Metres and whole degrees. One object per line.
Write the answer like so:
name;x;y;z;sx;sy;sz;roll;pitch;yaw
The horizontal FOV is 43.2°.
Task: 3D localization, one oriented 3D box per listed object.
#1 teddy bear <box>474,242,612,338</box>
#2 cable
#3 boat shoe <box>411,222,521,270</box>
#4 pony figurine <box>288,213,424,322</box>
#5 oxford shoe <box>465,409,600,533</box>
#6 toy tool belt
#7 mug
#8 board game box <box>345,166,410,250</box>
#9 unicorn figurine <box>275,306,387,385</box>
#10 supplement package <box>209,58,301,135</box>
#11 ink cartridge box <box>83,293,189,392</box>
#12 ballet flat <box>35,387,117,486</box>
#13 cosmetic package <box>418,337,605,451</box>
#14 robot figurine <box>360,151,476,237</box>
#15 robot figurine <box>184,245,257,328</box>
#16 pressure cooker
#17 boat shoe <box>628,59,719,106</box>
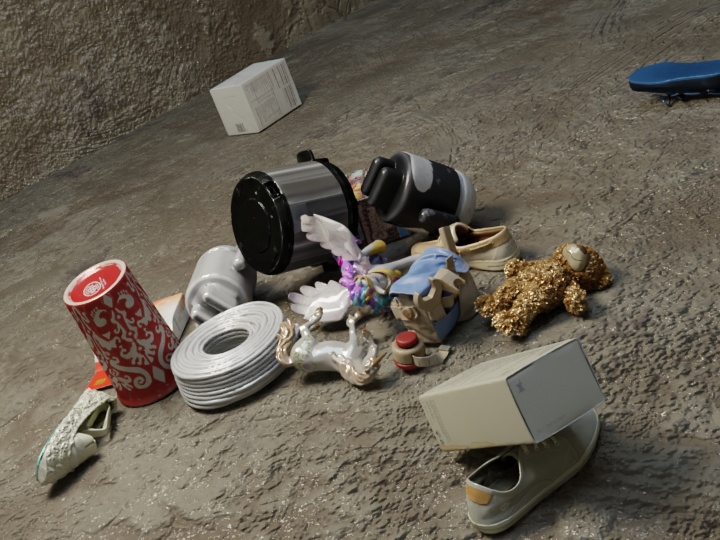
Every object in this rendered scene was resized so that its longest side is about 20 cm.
teddy bear;0.251;0.020;1.256;0.197;0.067;0.145;-21;27;3
cable;-0.194;0.127;1.395;0.197;0.070;0.201;-18;24;7
boat shoe;0.162;-0.043;1.457;0.198;0.070;0.074;-1;31;37
pony figurine;0.000;0.000;1.414;0.191;0.169;0.199;14;18;31
oxford shoe;0.185;0.196;0.962;0.199;0.058;0.075;-34;24;-29
toy tool belt;0.091;0.032;1.279;0.123;0.124;0.200;6;34;30
mug;-0.385;0.094;1.436;0.175;0.202;0.134;4;42;36
board game box;-0.015;-0.110;1.705;0.197;0.098;0.160;-17;25;9
unicorn figurine;-0.030;0.113;1.297;0.197;0.074;0.138;-12;34;21
supplement package;-0.312;-0.520;2.727;0.150;0.152;0.200;3;34;43
ink cartridge box;-0.397;0.123;1.596;0.160;0.051;0.201;-17;21;11
ballet flat;-0.414;0.241;1.351;0.071;0.073;0.201;-14;25;14
cosmetic package;0.156;0.138;0.978;0.102;0.074;0.200;-24;-2;-24
robot figurine;0.101;-0.125;1.541;0.124;0.198;0.153;-32;50;53
robot figurine;-0.240;0.030;1.581;0.170;0.112;0.201;-50;16;22
pressure cooker;-0.096;-0.091;1.526;0.198;0.178;0.179;-16;47;-36
boat shoe;0.609;-0.351;1.736;0.198;0.069;0.084;12;52;42
